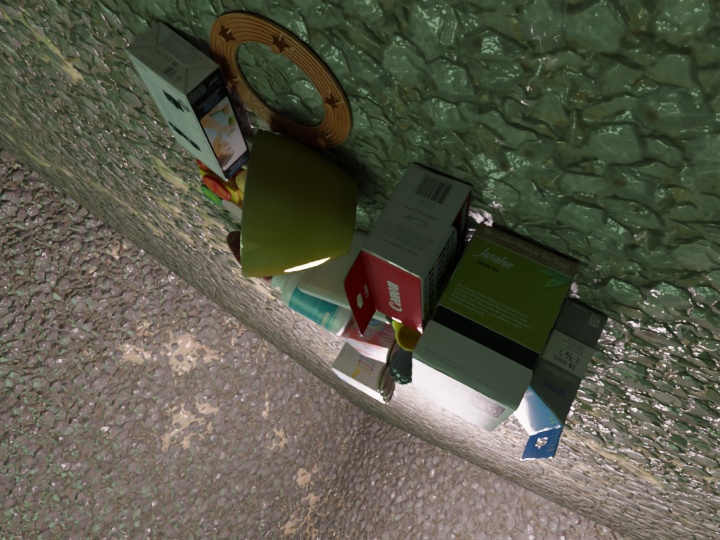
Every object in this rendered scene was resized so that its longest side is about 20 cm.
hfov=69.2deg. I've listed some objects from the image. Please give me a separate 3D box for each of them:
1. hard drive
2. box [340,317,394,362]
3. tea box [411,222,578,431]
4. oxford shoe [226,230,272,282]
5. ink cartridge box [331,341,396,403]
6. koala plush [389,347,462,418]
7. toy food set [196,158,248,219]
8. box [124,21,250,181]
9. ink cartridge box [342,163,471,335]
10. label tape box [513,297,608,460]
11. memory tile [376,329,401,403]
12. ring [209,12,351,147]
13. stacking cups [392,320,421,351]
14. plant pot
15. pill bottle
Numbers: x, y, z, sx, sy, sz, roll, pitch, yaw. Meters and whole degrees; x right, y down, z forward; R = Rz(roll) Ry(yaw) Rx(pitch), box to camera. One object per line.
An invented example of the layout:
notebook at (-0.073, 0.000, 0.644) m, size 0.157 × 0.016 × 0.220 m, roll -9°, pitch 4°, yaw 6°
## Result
hard drive at (0.000, 0.000, 0.851) m, size 0.199 × 0.132 × 0.027 m, roll 16°, pitch 157°, yaw 40°
box at (0.055, 0.151, 1.217) m, size 0.103 × 0.095 × 0.199 m, roll 43°, pitch 159°, yaw -30°
tea box at (0.166, 0.083, 0.690) m, size 0.133 × 0.198 × 0.200 m, roll 26°, pitch 161°, yaw 15°
oxford shoe at (-0.286, -0.037, 1.331) m, size 0.075 × 0.071 × 0.200 m, roll 24°, pitch 160°, yaw 39°
ink cartridge box at (0.033, 0.306, 1.608) m, size 0.199 × 0.126 × 0.129 m, roll 25°, pitch 161°, yaw 19°
koala plush at (0.168, 0.138, 0.954) m, size 0.176 × 0.185 × 0.200 m, roll 28°, pitch -177°, yaw 9°
toy food set at (-0.218, -0.145, 0.957) m, size 0.199 × 0.049 × 0.198 m, roll 32°, pitch 161°, yaw 5°
box at (-0.230, -0.225, 0.729) m, size 0.116 × 0.060 × 0.200 m, roll 38°, pitch 163°, yaw 14°
ink cartridge box at (0.065, -0.001, 0.674) m, size 0.083 × 0.176 × 0.200 m, roll 25°, pitch 162°, yaw 18°
label tape box at (0.255, 0.155, 0.728) m, size 0.063 × 0.201 × 0.144 m, roll 27°, pitch 161°, yaw 11°
memory tile at (0.075, 0.152, 1.019) m, size 0.017 × 0.201 × 0.154 m, roll 16°, pitch 160°, yaw 16°
ring at (-0.100, -0.218, 0.631) m, size 0.199 × 0.019 × 0.201 m, roll 29°, pitch 162°, yaw 11°
stacking cups at (0.068, 0.056, 0.857) m, size 0.060 × 0.061 × 0.200 m, roll 38°, pitch -167°, yaw -20°
plant pot at (-0.079, -0.083, 0.722) m, size 0.141 × 0.202 × 0.200 m, roll 6°, pitch 163°, yaw -5°
pill bottle at (-0.106, 0.057, 1.209) m, size 0.199 × 0.111 × 0.111 m, roll 30°, pitch 162°, yaw 5°
